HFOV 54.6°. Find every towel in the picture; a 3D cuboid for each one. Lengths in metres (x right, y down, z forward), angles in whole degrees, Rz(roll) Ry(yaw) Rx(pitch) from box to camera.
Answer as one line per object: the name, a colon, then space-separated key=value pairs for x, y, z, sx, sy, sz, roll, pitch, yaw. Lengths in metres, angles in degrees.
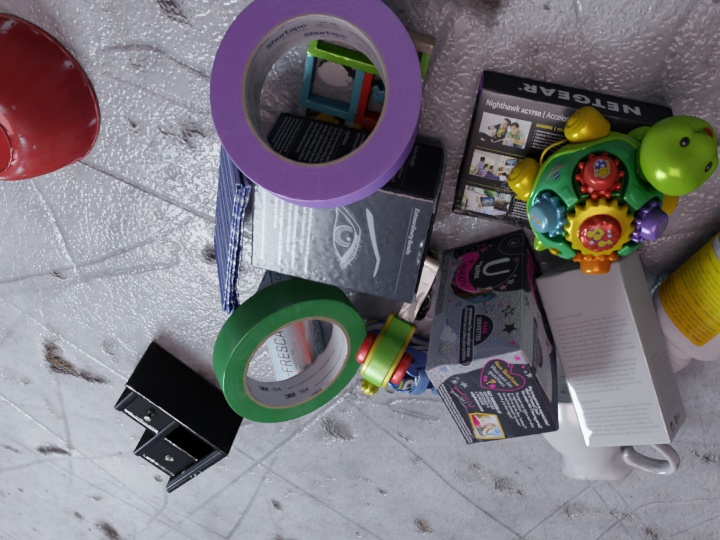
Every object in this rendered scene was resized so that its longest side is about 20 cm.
towel: x=-0.153 y=-0.065 z=0.828 sx=0.023 sy=0.146 sz=0.202 roll=-2 pitch=134 yaw=-18

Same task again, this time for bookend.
bookend: x=-0.331 y=0.250 z=1.162 sx=0.199 sy=0.093 sz=0.198 roll=41 pitch=128 yaw=-17

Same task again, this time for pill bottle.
pill bottle: x=0.397 y=0.029 z=0.771 sx=0.103 sy=0.105 sz=0.201 roll=28 pitch=130 yaw=-9

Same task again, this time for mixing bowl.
mixing bowl: x=-0.425 y=-0.182 z=0.821 sx=0.196 sy=0.109 sz=0.203 roll=8 pitch=131 yaw=9

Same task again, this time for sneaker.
sneaker: x=0.086 y=0.139 z=0.962 sx=0.196 sy=0.083 sz=0.075 roll=15 pitch=129 yaw=2

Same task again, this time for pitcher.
pitcher: x=0.321 y=0.201 z=0.919 sx=0.169 sy=0.122 sz=0.201 roll=-1 pitch=136 yaw=34

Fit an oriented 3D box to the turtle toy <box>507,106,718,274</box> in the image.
turtle toy: x=0.241 y=-0.075 z=0.661 sx=0.145 sy=0.102 sz=0.200 roll=36 pitch=126 yaw=-16

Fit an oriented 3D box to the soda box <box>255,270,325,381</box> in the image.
soda box: x=-0.093 y=0.091 z=0.980 sx=0.062 sy=0.069 sz=0.203 roll=3 pitch=129 yaw=13

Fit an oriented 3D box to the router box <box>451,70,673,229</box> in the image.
router box: x=0.208 y=-0.114 z=0.739 sx=0.196 sy=0.051 sz=0.151 roll=13 pitch=129 yaw=4

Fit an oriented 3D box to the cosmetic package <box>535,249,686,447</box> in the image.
cosmetic package: x=0.281 y=0.088 z=0.783 sx=0.100 sy=0.071 sz=0.204 roll=-15 pitch=94 yaw=41

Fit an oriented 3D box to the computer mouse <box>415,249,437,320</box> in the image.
computer mouse: x=0.000 y=0.000 z=0.896 sx=0.196 sy=0.044 sz=0.111 roll=12 pitch=132 yaw=5

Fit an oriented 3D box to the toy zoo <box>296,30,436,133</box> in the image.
toy zoo: x=-0.004 y=-0.175 z=0.769 sx=0.129 sy=0.021 sz=0.202 roll=16 pitch=131 yaw=2

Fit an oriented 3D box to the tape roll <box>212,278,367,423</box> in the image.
tape roll: x=-0.088 y=0.105 z=0.893 sx=0.197 sy=0.048 sz=0.203 roll=-19 pitch=132 yaw=-21

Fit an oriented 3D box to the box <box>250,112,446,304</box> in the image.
box: x=-0.015 y=-0.068 z=0.776 sx=0.196 sy=0.105 sz=0.150 roll=14 pitch=131 yaw=3

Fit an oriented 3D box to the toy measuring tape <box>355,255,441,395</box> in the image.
toy measuring tape: x=0.044 y=0.079 z=0.859 sx=0.072 sy=0.074 sz=0.202 roll=23 pitch=115 yaw=-5

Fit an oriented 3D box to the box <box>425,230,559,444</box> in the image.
box: x=0.158 y=0.073 z=0.809 sx=0.113 sy=0.202 sz=0.133 roll=-16 pitch=124 yaw=24

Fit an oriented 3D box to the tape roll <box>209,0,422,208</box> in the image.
tape roll: x=-0.040 y=-0.163 z=0.663 sx=0.196 sy=0.066 sz=0.205 roll=0 pitch=89 yaw=5
